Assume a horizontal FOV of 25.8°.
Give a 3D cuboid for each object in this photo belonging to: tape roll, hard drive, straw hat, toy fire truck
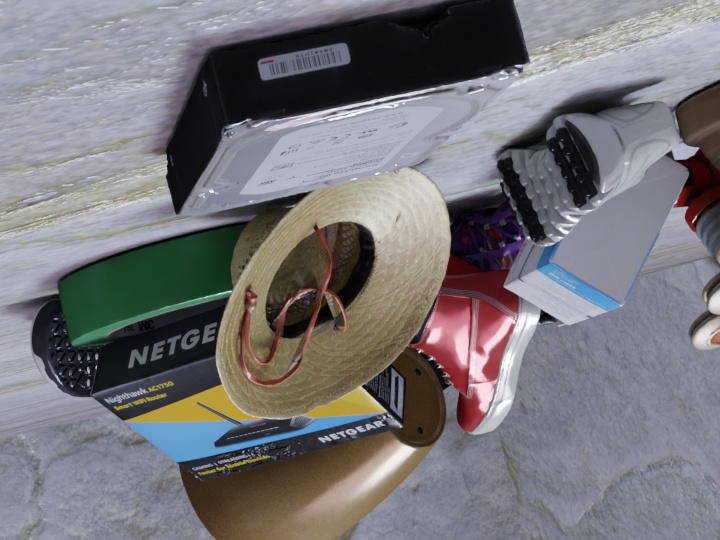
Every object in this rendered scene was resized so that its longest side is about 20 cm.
[{"bbox_3d":[-0.130,0.011,1.206,0.199,0.049,0.200,-15,174,-2],"label":"tape roll"},{"bbox_3d":[-0.015,-0.071,0.745,0.139,0.038,0.200,-13,175,-15],"label":"hard drive"},{"bbox_3d":[-0.040,-0.003,1.078,0.200,0.203,0.085,-10,-146,-40],"label":"straw hat"},{"bbox_3d":[0.299,-0.043,1.263,0.199,0.177,0.129,-4,143,-32],"label":"toy fire truck"}]

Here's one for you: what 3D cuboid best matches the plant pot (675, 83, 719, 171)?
[{"bbox_3d":[0.332,-0.099,1.121,0.199,0.094,0.201,-14,174,-1],"label":"plant pot"}]

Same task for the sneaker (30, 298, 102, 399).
[{"bbox_3d":[-0.249,0.069,1.337,0.082,0.072,0.200,21,167,19],"label":"sneaker"}]

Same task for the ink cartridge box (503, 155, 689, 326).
[{"bbox_3d":[0.174,-0.027,1.227,0.066,0.117,0.200,28,170,-3],"label":"ink cartridge box"}]

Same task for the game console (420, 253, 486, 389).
[{"bbox_3d":[0.047,0.049,1.443,0.199,0.031,0.176,26,134,-38],"label":"game console"}]

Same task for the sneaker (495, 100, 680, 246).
[{"bbox_3d":[0.153,-0.069,1.080,0.081,0.076,0.200,-25,180,-16],"label":"sneaker"}]

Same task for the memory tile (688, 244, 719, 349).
[{"bbox_3d":[0.345,-0.004,1.173,0.198,0.017,0.154,-14,145,-14],"label":"memory tile"}]

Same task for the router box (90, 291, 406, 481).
[{"bbox_3d":[-0.086,0.091,1.225,0.199,0.051,0.149,-18,137,27],"label":"router box"}]

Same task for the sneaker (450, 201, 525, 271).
[{"bbox_3d":[0.128,-0.028,1.395,0.083,0.081,0.200,3,162,-32],"label":"sneaker"}]

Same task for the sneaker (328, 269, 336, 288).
[{"bbox_3d":[0.000,0.000,1.314,0.095,0.079,0.200,-29,176,-31],"label":"sneaker"}]

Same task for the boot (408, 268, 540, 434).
[{"bbox_3d":[0.070,0.073,1.396,0.143,0.073,0.201,-1,137,-10],"label":"boot"}]

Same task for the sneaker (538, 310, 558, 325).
[{"bbox_3d":[0.166,0.006,1.620,0.076,0.112,0.200,-14,175,-3],"label":"sneaker"}]

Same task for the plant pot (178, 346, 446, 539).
[{"bbox_3d":[-0.028,0.139,1.363,0.199,0.188,0.186,-30,166,39],"label":"plant pot"}]
